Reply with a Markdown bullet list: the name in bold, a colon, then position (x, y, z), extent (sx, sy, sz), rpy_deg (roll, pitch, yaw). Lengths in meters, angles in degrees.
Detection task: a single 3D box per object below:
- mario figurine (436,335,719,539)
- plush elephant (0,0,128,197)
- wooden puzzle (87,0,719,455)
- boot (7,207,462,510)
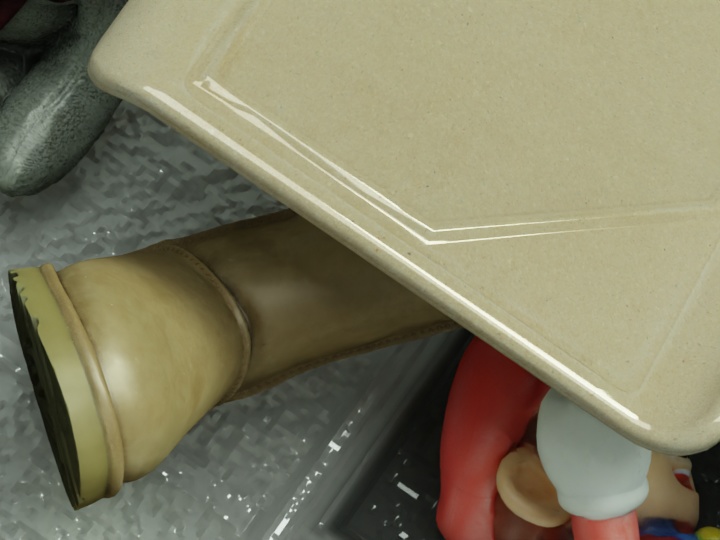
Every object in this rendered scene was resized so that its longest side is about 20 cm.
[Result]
- **mario figurine**: position (0.105, 0.085, 0.840), extent (0.106, 0.124, 0.200), rpy_deg (-26, 67, -28)
- **plush elephant**: position (-0.089, -0.112, 0.858), extent (0.199, 0.155, 0.166), rpy_deg (-17, 91, -29)
- **wooden puzzle**: position (0.047, -0.063, 0.798), extent (0.199, 0.037, 0.185), rpy_deg (32, 57, 1)
- **boot**: position (0.000, 0.000, 0.816), extent (0.199, 0.175, 0.066), rpy_deg (-17, 100, -5)
